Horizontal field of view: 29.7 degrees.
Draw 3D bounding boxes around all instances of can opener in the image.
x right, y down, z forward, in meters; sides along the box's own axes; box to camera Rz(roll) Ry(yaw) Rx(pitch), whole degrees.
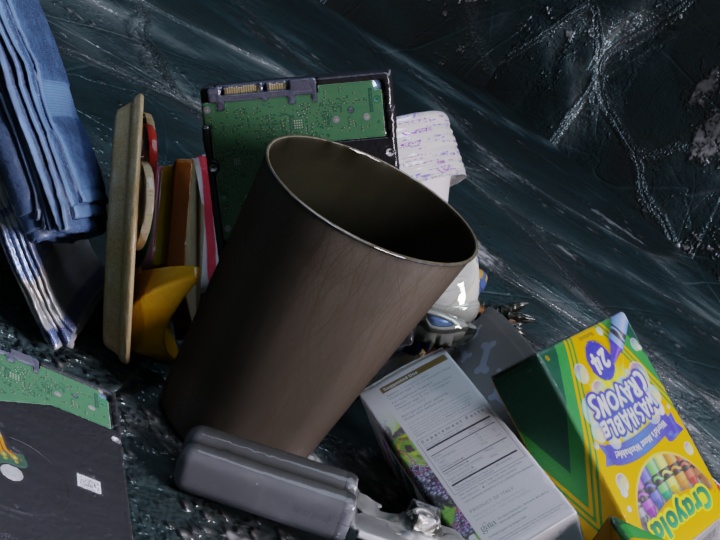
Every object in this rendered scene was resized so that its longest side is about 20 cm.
[{"bbox_3d":[-0.025,0.162,0.867,0.199,0.067,0.053,18,17,-4],"label":"can opener"}]

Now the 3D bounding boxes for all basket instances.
[{"bbox_3d":[-0.041,0.031,0.914,0.180,0.201,0.136,6,34,-51],"label":"basket"}]

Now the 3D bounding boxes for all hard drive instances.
[{"bbox_3d":[-0.037,-0.041,0.995,0.139,0.202,0.038,-5,14,5],"label":"hard drive"},{"bbox_3d":[-0.191,0.103,0.717,0.139,0.038,0.200,26,17,-24],"label":"hard drive"}]

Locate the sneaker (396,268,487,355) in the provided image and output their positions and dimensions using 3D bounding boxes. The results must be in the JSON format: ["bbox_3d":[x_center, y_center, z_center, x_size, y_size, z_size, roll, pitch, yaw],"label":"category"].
[{"bbox_3d":[0.052,0.029,1.213,0.075,0.089,0.200,15,6,25],"label":"sneaker"}]

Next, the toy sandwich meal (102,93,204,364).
[{"bbox_3d":[-0.140,-0.024,0.949,0.070,0.207,0.205,3,22,-9],"label":"toy sandwich meal"}]

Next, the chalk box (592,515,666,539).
[{"bbox_3d":[0.226,0.271,0.883,0.199,0.125,0.124,26,17,-22],"label":"chalk box"}]

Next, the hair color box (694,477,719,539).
[{"bbox_3d":[0.227,0.175,1.201,0.200,0.064,0.111,44,-21,34],"label":"hair color box"}]

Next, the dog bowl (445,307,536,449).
[{"bbox_3d":[0.134,0.130,1.105,0.201,0.058,0.200,58,-5,8],"label":"dog bowl"}]

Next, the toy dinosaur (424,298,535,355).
[{"bbox_3d":[0.098,0.061,1.305,0.135,0.102,0.200,15,24,-52],"label":"toy dinosaur"}]

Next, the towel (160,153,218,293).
[{"bbox_3d":[-0.082,-0.057,1.100,0.023,0.199,0.145,60,14,-49],"label":"towel"}]

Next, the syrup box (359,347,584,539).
[{"bbox_3d":[0.080,0.153,0.984,0.200,0.081,0.079,51,-15,49],"label":"syrup box"}]

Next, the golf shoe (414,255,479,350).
[{"bbox_3d":[0.000,0.000,1.082,0.199,0.098,0.078,10,-1,10],"label":"golf shoe"}]

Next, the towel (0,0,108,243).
[{"bbox_3d":[-0.216,-0.116,0.888,0.112,0.048,0.201,-28,97,-86],"label":"towel"}]

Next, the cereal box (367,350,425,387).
[{"bbox_3d":[-0.034,0.050,1.193,0.144,0.040,0.200,37,15,15],"label":"cereal box"}]

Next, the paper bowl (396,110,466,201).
[{"bbox_3d":[-0.001,-0.064,1.227,0.200,0.200,0.105,-8,80,-68],"label":"paper bowl"}]

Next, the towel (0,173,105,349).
[{"bbox_3d":[-0.227,-0.056,0.941,0.147,0.024,0.201,-86,158,-74],"label":"towel"}]

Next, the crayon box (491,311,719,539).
[{"bbox_3d":[0.190,0.141,0.985,0.125,0.051,0.201,-19,80,-49],"label":"crayon box"}]
